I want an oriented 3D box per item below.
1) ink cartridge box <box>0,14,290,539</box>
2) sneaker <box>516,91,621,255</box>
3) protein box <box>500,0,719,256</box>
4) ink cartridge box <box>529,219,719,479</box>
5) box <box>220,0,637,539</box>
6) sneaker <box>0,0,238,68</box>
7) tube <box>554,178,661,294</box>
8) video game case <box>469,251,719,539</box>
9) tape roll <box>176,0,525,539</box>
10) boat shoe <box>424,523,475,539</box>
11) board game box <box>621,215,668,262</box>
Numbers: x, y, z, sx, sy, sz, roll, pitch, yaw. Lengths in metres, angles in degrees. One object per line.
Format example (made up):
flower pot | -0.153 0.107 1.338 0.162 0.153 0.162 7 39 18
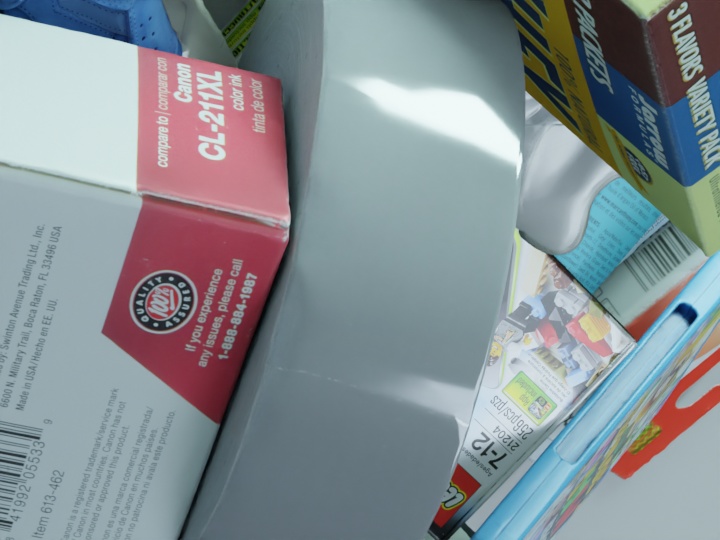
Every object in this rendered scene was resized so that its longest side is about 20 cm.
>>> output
ink cartridge box | -0.135 -0.002 0.825 0.199 0.083 0.146 13 126 -13
sneaker | 0.122 -0.074 1.015 0.199 0.100 0.078 -31 -170 -9
protein box | 0.112 -0.156 0.910 0.198 0.200 0.135 -39 147 -9
ink cartridge box | 0.151 0.039 1.288 0.162 0.050 0.200 -41 145 11
box | 0.000 0.000 1.024 0.110 0.035 0.200 -46 117 1
sneaker | -0.112 -0.075 0.864 0.111 0.077 0.200 -49 155 -11
tube | 0.094 -0.035 1.088 0.200 0.050 0.077 -50 135 6
video game case | 0.086 0.081 1.127 0.200 0.018 0.143 -46 169 -34
tape roll | -0.011 0.003 0.885 0.066 0.201 0.201 13 123 -12
boat shoe | 0.016 0.121 1.194 0.076 0.060 0.200 -38 165 -10
board game box | 0.106 -0.092 1.119 0.200 0.043 0.199 -40 147 -7
